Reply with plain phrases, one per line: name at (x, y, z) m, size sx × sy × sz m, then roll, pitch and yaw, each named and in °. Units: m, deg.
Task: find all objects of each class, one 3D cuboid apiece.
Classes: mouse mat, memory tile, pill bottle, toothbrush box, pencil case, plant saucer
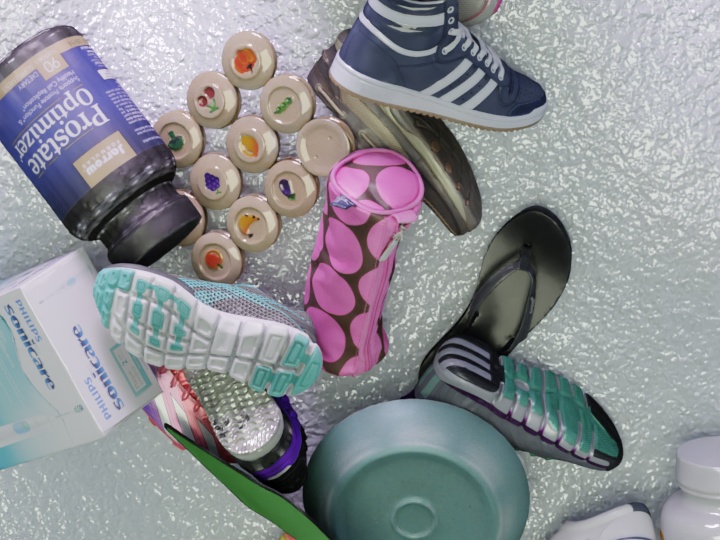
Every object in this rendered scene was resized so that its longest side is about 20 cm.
mouse mat at (-0.072, 0.203, 1.586) m, size 0.008 × 0.199 × 0.161 m, roll -53°, pitch 135°, yaw -14°
memory tile at (-0.109, -0.092, 1.595) m, size 0.153 × 0.017 × 0.200 m, roll 48°, pitch 115°, yaw 5°
pill bottle at (0.316, 0.252, 1.614) m, size 0.110 × 0.111 × 0.202 m, roll -1°, pitch 104°, yaw 7°
toothbrush box at (-0.290, 0.082, 1.612) m, size 0.199 × 0.085 × 0.147 m, roll -20°, pitch 102°, yaw 43°
pencil case at (0.000, 0.000, 1.563) m, size 0.094 × 0.090 × 0.201 m, roll 44°, pitch 142°, yaw 31°
plant saucer at (0.047, 0.206, 1.604) m, size 0.198 × 0.036 × 0.202 m, roll 2°, pitch 116°, yaw 3°
pill bottle at (-0.227, -0.098, 1.572) m, size 0.112 × 0.112 × 0.200 m, roll -39°, pitch 86°, yaw 14°

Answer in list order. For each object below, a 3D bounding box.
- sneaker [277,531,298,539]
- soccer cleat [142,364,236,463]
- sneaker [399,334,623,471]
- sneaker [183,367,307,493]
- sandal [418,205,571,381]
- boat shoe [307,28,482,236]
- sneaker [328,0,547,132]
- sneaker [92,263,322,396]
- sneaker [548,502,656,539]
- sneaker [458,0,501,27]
sneaker at (-0.075, 0.278, 1.690) m, size 0.198 × 0.078 × 0.091 m, roll -8°, pitch 102°, yaw -2°
soccer cleat at (-0.168, 0.096, 1.651) m, size 0.199 × 0.067 × 0.077 m, roll 37°, pitch 127°, yaw 1°
sneaker at (0.133, 0.130, 1.626) m, size 0.199 × 0.075 × 0.088 m, roll 30°, pitch 127°, yaw -18°
sneaker at (-0.092, 0.121, 1.604) m, size 0.069 × 0.201 × 0.100 m, roll -32°, pitch 126°, yaw 6°
sandal at (0.121, 0.039, 1.618) m, size 0.076 × 0.043 × 0.201 m, roll 29°, pitch 106°, yaw -1°
boat shoe at (0.029, -0.110, 1.584) m, size 0.073 × 0.074 × 0.201 m, roll -35°, pitch 89°, yaw 24°
sneaker at (0.082, -0.182, 1.511) m, size 0.199 × 0.070 × 0.109 m, roll 8°, pitch 122°, yaw -27°
sneaker at (-0.125, 0.041, 1.547) m, size 0.199 × 0.091 × 0.078 m, roll 22°, pitch 112°, yaw -3°
sneaker at (0.184, 0.265, 1.659) m, size 0.199 × 0.071 × 0.073 m, roll -25°, pitch 130°, yaw 31°
sneaker at (0.022, -0.252, 1.532) m, size 0.199 × 0.088 × 0.082 m, roll 20°, pitch 106°, yaw 1°
